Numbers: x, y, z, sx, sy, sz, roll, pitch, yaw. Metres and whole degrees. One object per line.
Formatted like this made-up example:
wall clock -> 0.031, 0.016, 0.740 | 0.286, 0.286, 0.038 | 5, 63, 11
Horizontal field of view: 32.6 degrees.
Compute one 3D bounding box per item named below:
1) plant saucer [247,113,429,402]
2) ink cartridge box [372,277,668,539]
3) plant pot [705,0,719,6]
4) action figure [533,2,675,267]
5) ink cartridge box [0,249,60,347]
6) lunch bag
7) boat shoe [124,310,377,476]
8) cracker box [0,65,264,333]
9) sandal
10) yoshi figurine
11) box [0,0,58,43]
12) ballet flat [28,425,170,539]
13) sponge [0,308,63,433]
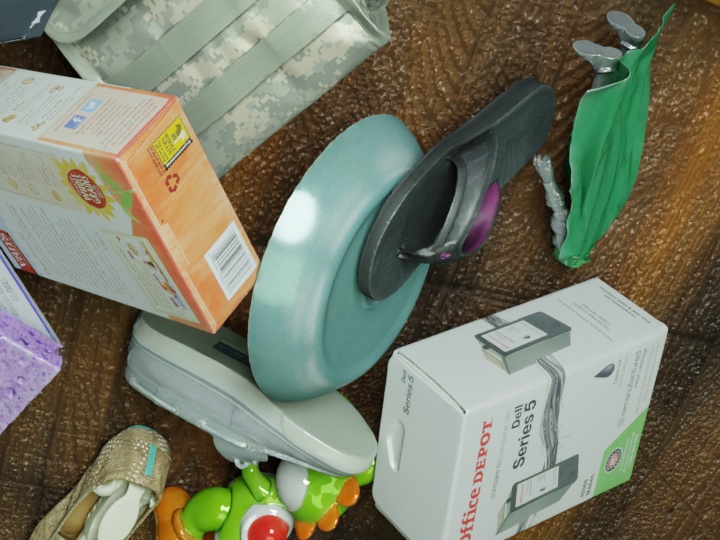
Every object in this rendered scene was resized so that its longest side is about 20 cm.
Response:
plant saucer -> 0.000, 0.000, 0.806 | 0.036, 0.199, 0.203 | 23, 124, 24
ink cartridge box -> 0.115, 0.108, 0.896 | 0.198, 0.084, 0.147 | -17, 128, -32
plant pot -> 0.265, -0.227, 0.700 | 0.197, 0.184, 0.203 | -4, 122, -6
action figure -> 0.158, -0.075, 0.842 | 0.118, 0.054, 0.202 | -39, 148, -34
ink cartridge box -> -0.334, 0.004, 0.836 | 0.197, 0.044, 0.200 | -20, 124, 6
lunch bag -> -0.100, -0.176, 0.721 | 0.163, 0.118, 0.200 | -35, 112, 18
boat shoe -> -0.082, 0.099, 0.886 | 0.199, 0.070, 0.072 | 30, 116, 10
cracker box -> -0.165, -0.048, 0.743 | 0.058, 0.198, 0.135 | -51, 137, -29
sandal -> 0.072, -0.053, 0.793 | 0.200, 0.048, 0.076 | -45, 146, -25
yoshi figurine -> -0.065, 0.160, 0.960 | 0.199, 0.112, 0.113 | -32, 83, 27
box -> -0.249, -0.210, 0.612 | 0.199, 0.148, 0.107 | 39, 113, 2
ballet flat -> -0.214, 0.208, 0.967 | 0.070, 0.066, 0.201 | 24, 116, -21
sponge -> -0.310, 0.097, 0.859 | 0.111, 0.030, 0.200 | 35, 113, -28
